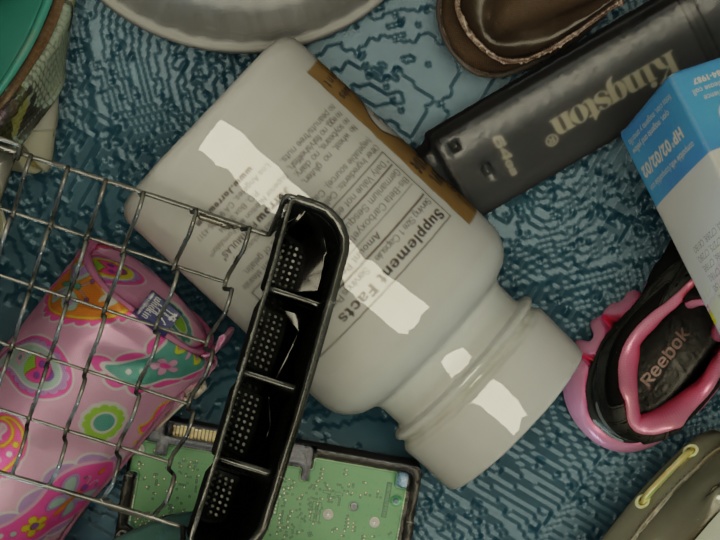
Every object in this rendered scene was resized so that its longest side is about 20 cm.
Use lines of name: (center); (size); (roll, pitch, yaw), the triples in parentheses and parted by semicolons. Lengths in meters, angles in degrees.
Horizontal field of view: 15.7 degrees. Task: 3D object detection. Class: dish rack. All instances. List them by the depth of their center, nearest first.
dish rack: (-0.119, 0.023, 1.087); (0.200, 0.055, 0.154); (18, 79, -8)

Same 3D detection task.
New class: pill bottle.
pill bottle: (0.000, 0.000, 1.189); (0.200, 0.114, 0.114); (44, 91, -4)

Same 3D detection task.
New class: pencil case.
pencil case: (-0.146, 0.082, 1.190); (0.087, 0.087, 0.200); (38, 99, -3)

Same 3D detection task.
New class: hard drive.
hard drive: (-0.055, 0.176, 1.234); (0.140, 0.038, 0.200); (9, 93, -3)

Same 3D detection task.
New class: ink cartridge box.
ink cartridge box: (0.213, -0.002, 1.140); (0.115, 0.068, 0.200); (-19, 75, -22)

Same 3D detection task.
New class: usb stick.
usb stick: (0.121, -0.090, 1.224); (0.200, 0.033, 0.055); (-30, 128, 0)

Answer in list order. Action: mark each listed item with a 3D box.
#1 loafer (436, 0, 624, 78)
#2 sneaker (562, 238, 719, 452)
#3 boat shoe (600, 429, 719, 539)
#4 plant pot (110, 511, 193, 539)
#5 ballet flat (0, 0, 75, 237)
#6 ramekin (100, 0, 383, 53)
loafer: (0.117, -0.167, 1.206); (0.200, 0.071, 0.073); (-41, 94, 0)
sneaker: (0.169, 0.000, 1.206); (0.079, 0.095, 0.200); (31, 90, -2)
boat shoe: (0.118, 0.161, 1.229); (0.202, 0.072, 0.060); (-47, 53, 12)
plant pot: (-0.079, 0.215, 1.129); (0.200, 0.200, 0.188); (-31, 79, 0)
ballet flat: (-0.181, -0.049, 1.194); (0.071, 0.069, 0.200); (50, 59, -39)
ramekin: (-0.054, -0.201, 1.180); (0.202, 0.094, 0.203); (0, 90, -5)
